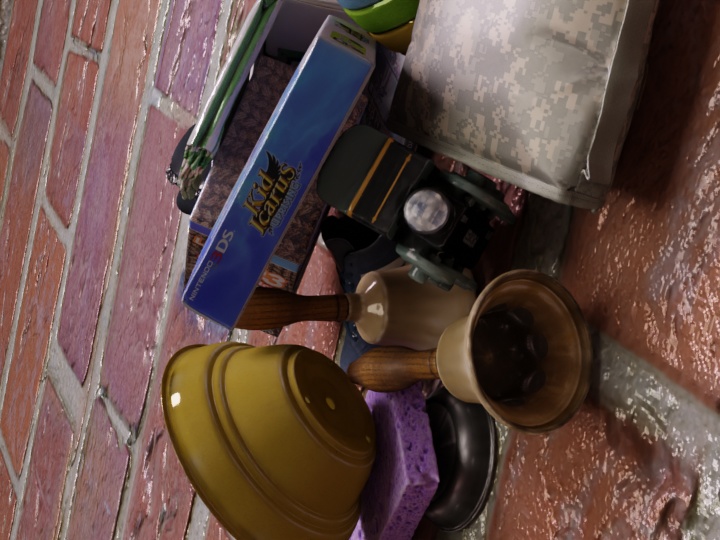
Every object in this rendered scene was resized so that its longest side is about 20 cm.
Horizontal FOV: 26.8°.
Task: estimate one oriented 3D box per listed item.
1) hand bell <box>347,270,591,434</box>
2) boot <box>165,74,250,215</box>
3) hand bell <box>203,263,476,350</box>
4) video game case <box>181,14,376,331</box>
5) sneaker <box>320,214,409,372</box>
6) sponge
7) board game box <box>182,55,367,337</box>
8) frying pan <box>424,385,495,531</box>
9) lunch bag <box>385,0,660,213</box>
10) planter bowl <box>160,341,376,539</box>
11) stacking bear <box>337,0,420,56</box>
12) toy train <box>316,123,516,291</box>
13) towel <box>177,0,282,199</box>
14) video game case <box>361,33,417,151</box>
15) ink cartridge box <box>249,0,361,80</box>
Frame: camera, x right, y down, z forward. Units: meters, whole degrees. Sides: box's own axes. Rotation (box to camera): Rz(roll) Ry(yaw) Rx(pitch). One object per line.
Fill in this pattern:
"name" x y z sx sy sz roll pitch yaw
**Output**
"hand bell" 0.053 0.065 1.042 0.200 0.104 0.105 -14 71 54
"boot" -0.148 -0.139 1.615 0.168 0.076 0.201 33 119 59
"hand bell" -0.024 0.027 1.142 0.104 0.199 0.105 -178 90 -65
"video game case" -0.054 -0.075 1.055 0.201 0.045 0.181 -61 5 12
"sneaker" 0.000 0.000 1.247 0.075 0.084 0.201 -128 50 -57
"sponge" 0.014 0.167 1.179 0.200 0.030 0.112 111 155 -50
"board game box" -0.077 -0.058 1.296 0.200 0.096 0.160 113 178 -68
"frying pan" 0.047 0.147 1.176 0.190 0.031 0.116 -25 60 58
"lunch bag" 0.121 -0.140 0.982 0.200 0.117 0.165 36 115 57
"planter bowl" -0.047 0.117 1.118 0.083 0.200 0.201 -37 44 21
"stacking bear" 0.048 -0.205 1.095 0.114 0.200 0.121 -41 25 0
"toy train" 0.041 -0.044 1.062 0.085 0.114 0.200 -59 -12 3
"towel" -0.111 -0.143 1.255 0.200 0.023 0.153 141 152 -78
"video game case" 0.028 -0.166 1.266 0.143 0.019 0.201 -112 31 -47
"ink cartridge box" -0.042 -0.228 1.336 0.200 0.084 0.147 114 164 -57
